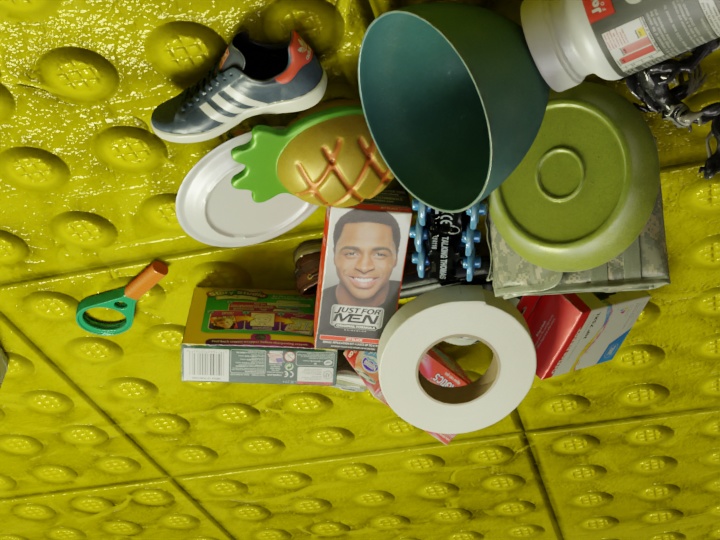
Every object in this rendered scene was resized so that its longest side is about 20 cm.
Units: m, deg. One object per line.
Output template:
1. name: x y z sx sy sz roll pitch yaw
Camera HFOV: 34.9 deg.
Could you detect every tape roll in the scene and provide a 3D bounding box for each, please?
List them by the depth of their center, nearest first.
1. tape roll: 0.118 0.112 1.411 0.199 0.037 0.206 -2 122 -2

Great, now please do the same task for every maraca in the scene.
1. maraca: -0.043 -0.124 1.238 0.196 0.108 0.138 -9 141 -12

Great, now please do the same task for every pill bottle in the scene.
1. pill bottle: 0.257 -0.247 1.060 0.198 0.118 0.116 -21 142 27

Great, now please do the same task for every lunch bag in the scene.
1. lunch bag: 0.236 -0.056 1.285 0.196 0.167 0.118 -4 175 6

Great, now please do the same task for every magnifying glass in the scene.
1. magnifying glass: -0.325 0.039 1.575 0.079 0.023 0.199 24 141 -31

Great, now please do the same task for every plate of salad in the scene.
1. plate of salad: -0.122 -0.101 1.331 0.197 0.048 0.201 -19 148 -12

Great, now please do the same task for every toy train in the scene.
1. toy train: 0.102 -0.071 1.325 0.085 0.116 0.201 4 147 5

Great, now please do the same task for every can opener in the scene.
1. can opener: 0.094 0.013 1.503 0.197 0.080 0.064 -3 150 25

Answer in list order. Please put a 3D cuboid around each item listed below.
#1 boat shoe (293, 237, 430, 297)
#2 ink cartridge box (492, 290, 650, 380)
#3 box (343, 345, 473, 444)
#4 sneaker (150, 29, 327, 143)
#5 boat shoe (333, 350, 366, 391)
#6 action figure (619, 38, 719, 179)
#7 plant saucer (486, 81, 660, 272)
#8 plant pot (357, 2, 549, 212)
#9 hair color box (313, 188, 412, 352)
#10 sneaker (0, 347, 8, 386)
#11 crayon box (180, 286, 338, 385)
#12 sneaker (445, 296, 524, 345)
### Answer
1. boat shoe: 0.010 -0.002 1.470 0.196 0.069 0.072 -7 146 10
2. ink cartridge box: 0.272 0.069 1.475 0.198 0.067 0.117 -10 135 -43
3. box: 0.081 0.153 1.647 0.095 0.103 0.199 -46 134 6
4. sneaker: -0.137 -0.197 1.181 0.197 0.076 0.085 -16 137 13
5. boat shoe: -0.053 0.137 1.676 0.199 0.075 0.065 15 140 -34
6. action figure: 0.335 -0.188 1.165 0.200 0.102 0.119 47 170 -1
7. plant saucer: 0.215 -0.101 1.210 0.198 0.204 0.031 -21 167 29
8. plant pot: 0.108 -0.176 1.128 0.134 0.201 0.201 -27 158 -28
9. hair color box: 0.000 0.000 1.390 0.099 0.062 0.203 4 121 -5
10. sneaker: -0.556 0.125 1.642 0.071 0.086 0.201 -2 145 6
11. crayon box: -0.129 0.084 1.504 0.196 0.173 0.059 2 113 -3
12. sneaker: 0.189 0.040 1.525 0.196 0.081 0.130 10 143 -14
